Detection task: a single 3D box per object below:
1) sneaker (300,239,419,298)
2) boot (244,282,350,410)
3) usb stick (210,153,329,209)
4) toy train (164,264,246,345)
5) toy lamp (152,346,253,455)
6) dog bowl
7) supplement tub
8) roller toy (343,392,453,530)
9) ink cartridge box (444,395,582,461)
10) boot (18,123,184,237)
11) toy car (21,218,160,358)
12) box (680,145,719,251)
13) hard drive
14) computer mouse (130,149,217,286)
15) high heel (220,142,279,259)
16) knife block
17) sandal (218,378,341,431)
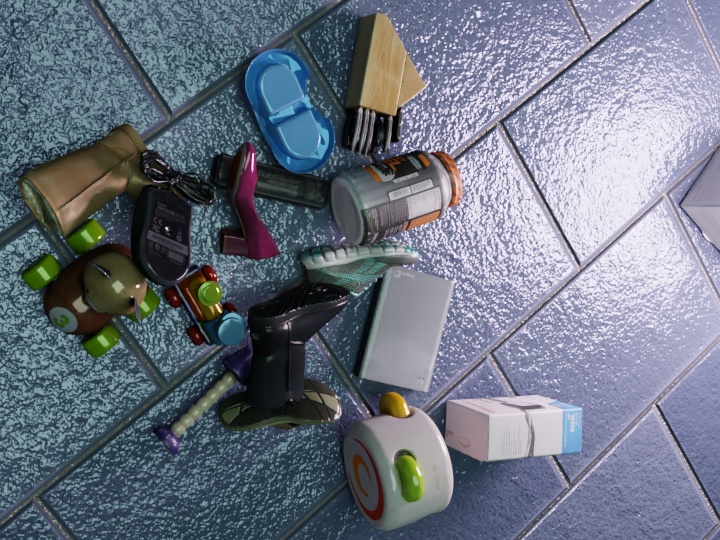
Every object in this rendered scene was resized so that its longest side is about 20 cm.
[{"bbox_3d":[0.000,0.000,1.679,0.198,0.078,0.092,-6,106,-10],"label":"sneaker"},{"bbox_3d":[-0.102,0.120,1.598,0.199,0.076,0.169,-20,123,-43],"label":"boot"},{"bbox_3d":[-0.143,-0.141,1.620,0.199,0.033,0.056,11,83,-26],"label":"usb stick"},{"bbox_3d":[-0.247,0.025,1.538,0.084,0.116,0.201,-34,108,-20],"label":"toy train"},{"bbox_3d":[-0.237,0.199,1.592,0.200,0.058,0.058,-44,111,-16],"label":"toy lamp"},{"bbox_3d":[-0.119,-0.252,1.612,0.111,0.050,0.201,-31,107,-20],"label":"dog bowl"},{"bbox_3d":[0.060,-0.125,1.670,0.199,0.122,0.123,-20,103,-24],"label":"supplement tub"},{"bbox_3d":[0.065,0.323,1.682,0.139,0.200,0.183,-13,135,-24],"label":"roller toy"},{"bbox_3d":[0.269,0.276,1.794,0.199,0.145,0.084,0,94,-26],"label":"ink cartridge box"},{"bbox_3d":[-0.367,-0.102,1.455,0.176,0.066,0.200,53,44,-8],"label":"boot"},{"bbox_3d":[-0.365,0.032,1.435,0.158,0.200,0.165,-43,110,-16],"label":"toy car"},{"bbox_3d":[0.781,-0.140,2.012,0.199,0.131,0.200,42,76,-23],"label":"box"},{"bbox_3d":[0.076,0.098,1.747,0.139,0.033,0.201,15,88,-26],"label":"hard drive"},{"bbox_3d":[-0.282,-0.061,1.454,0.138,0.053,0.201,31,50,-37],"label":"computer mouse"},{"bbox_3d":[-0.159,-0.107,1.569,0.095,0.068,0.201,2,128,-18],"label":"high heel"},{"bbox_3d":[0.010,-0.294,1.662,0.175,0.064,0.201,-38,109,-19],"label":"knife block"},{"bbox_3d":[-0.131,0.224,1.647,0.199,0.057,0.080,-3,59,-9],"label":"sandal"}]
